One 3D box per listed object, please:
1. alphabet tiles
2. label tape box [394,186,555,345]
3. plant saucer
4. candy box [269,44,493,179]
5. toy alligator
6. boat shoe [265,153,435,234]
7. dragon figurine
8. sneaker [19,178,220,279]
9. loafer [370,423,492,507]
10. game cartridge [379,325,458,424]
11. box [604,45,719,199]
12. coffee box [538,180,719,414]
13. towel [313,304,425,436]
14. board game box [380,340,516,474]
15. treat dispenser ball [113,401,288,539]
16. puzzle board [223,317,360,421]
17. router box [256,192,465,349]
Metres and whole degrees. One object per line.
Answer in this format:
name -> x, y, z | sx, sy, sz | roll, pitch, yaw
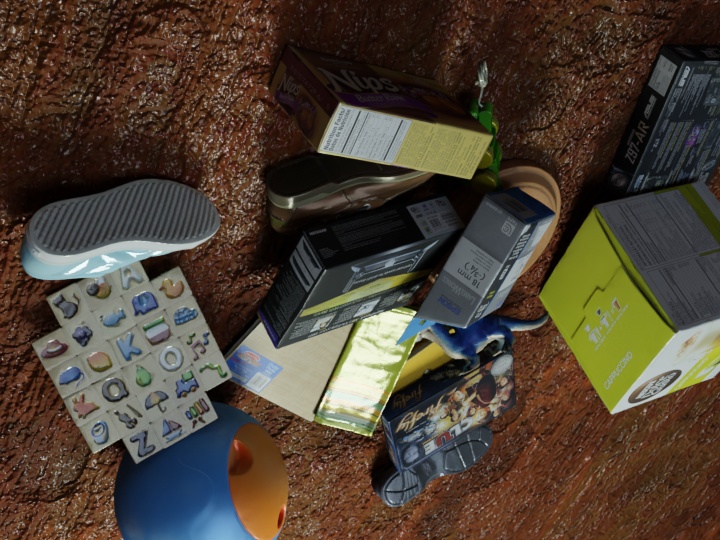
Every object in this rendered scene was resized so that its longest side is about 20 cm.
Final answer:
alphabet tiles -> -0.232, 0.092, 1.037 | 0.164, 0.006, 0.203 | -28, 108, -11
label tape box -> 0.134, 0.009, 1.151 | 0.202, 0.063, 0.144 | -61, 164, 19
plant saucer -> 0.170, -0.044, 1.261 | 0.197, 0.032, 0.203 | -20, 135, -21
candy box -> 0.021, -0.154, 0.992 | 0.197, 0.117, 0.057 | 7, 123, -38
toy alligator -> 0.124, -0.150, 1.121 | 0.053, 0.060, 0.202 | 2, 139, 17
boat shoe -> -0.007, -0.093, 1.069 | 0.196, 0.073, 0.069 | -13, 139, -14
dragon figurine -> 0.146, 0.066, 1.283 | 0.197, 0.101, 0.059 | -27, 175, -6
sneaker -> -0.233, -0.035, 0.965 | 0.197, 0.075, 0.082 | -8, 161, -37
loafer -> 0.102, 0.274, 1.485 | 0.197, 0.063, 0.073 | -27, 108, -20
game cartridge -> 0.097, 0.157, 1.390 | 0.175, 0.033, 0.201 | -34, 141, -6
box -> 0.418, -0.189, 1.302 | 0.157, 0.044, 0.203 | -8, 130, -30
coffee box -> 0.390, 0.034, 1.330 | 0.194, 0.202, 0.201 | -13, 148, -25
towel -> 0.012, 0.123, 1.261 | 0.084, 0.018, 0.202 | 13, 121, -18
board game box -> 0.123, 0.185, 1.384 | 0.197, 0.035, 0.137 | -29, 140, -12
treat dispenser ball -> -0.179, 0.252, 1.141 | 0.198, 0.202, 0.204 | -19, 136, -20
puzzle board -> -0.068, 0.099, 1.228 | 0.151, 0.017, 0.199 | -45, 138, 8
router box -> 0.000, 0.000, 1.104 | 0.197, 0.053, 0.158 | -17, 155, -36
